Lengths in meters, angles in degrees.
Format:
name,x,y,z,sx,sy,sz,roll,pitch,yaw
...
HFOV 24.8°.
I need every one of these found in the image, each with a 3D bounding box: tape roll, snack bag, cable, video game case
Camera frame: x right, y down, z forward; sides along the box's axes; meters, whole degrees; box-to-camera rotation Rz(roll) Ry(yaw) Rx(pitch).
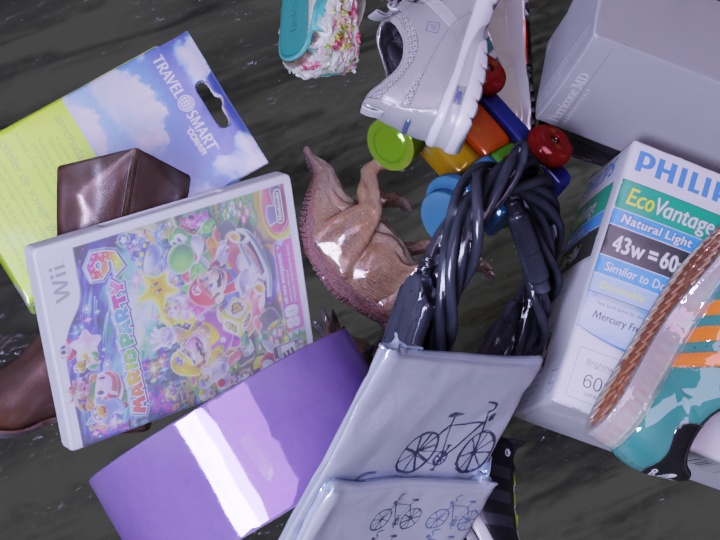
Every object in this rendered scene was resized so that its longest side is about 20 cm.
name,x,y,z,sx,sy,sz,roll,pitch,yaw
tape roll,-0.073,0.124,1.085,0.200,0.200,0.085,-30,86,-13
snack bag,0.031,0.134,1.035,0.021,0.188,0.200,37,107,34
cable,0.088,0.011,1.080,0.051,0.163,0.201,26,106,36
video game case,-0.125,0.025,1.125,0.200,0.018,0.144,-19,111,-31

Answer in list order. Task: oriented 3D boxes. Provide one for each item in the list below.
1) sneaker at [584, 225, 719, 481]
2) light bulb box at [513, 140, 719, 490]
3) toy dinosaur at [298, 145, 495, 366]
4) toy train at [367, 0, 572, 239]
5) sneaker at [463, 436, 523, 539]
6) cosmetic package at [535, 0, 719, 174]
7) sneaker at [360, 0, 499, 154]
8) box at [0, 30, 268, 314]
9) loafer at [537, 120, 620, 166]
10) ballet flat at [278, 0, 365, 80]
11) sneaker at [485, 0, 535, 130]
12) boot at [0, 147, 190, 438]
name,x,y,z,sx,sy,sz,roll,pitch,yaw
sneaker,0.234,0.049,1.092,0.080,0.071,0.200,36,82,-6
light bulb box,0.241,0.040,1.190,0.198,0.125,0.201,20,78,-5
toy dinosaur,0.000,0.000,1.178,0.135,0.086,0.200,-37,87,-14
toy train,0.045,-0.107,1.147,0.200,0.085,0.116,49,44,11
sneaker,0.091,0.154,1.161,0.083,0.072,0.200,-31,98,-16
cosmetic package,0.238,-0.133,1.176,0.199,0.107,0.090,16,55,-9
sneaker,0.048,-0.176,1.106,0.082,0.075,0.200,14,56,-7
box,-0.182,-0.072,1.182,0.200,0.048,0.122,-31,87,-13
loafer,0.232,-0.097,1.256,0.199,0.063,0.072,18,55,-10
ballet flat,-0.023,-0.238,1.239,0.064,0.076,0.201,12,81,-38
sneaker,0.084,-0.155,1.239,0.093,0.070,0.200,-3,81,6
boot,-0.210,0.009,1.107,0.186,0.064,0.201,1,104,-35
